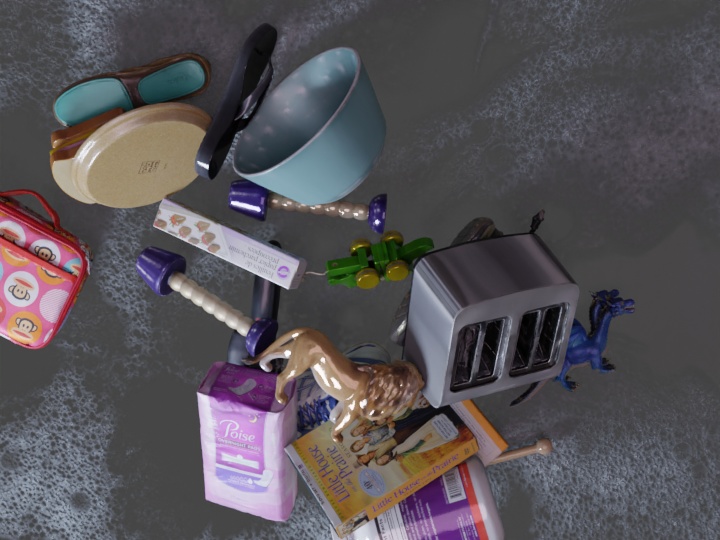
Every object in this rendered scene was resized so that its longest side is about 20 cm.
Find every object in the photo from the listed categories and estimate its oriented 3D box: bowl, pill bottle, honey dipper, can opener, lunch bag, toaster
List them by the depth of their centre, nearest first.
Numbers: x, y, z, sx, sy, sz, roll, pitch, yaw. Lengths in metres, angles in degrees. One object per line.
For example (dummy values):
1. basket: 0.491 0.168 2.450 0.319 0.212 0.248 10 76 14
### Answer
1. bowl: -0.047 -0.157 1.370 0.200 0.201 0.105 -41 121 9
2. toaster: 0.154 0.053 1.378 0.178 0.119 0.202 -11 129 -22
3. pill bottle: 0.068 0.303 1.386 0.197 0.113 0.114 -18 103 3
4. lunch bag: -0.442 -0.016 1.449 0.198 0.082 0.178 28 98 -8
5. can opener: -0.126 0.062 1.471 0.077 0.063 0.203 9 104 -2
6. honey dipper: 0.159 0.255 1.529 0.197 0.038 0.038 -16 103 4

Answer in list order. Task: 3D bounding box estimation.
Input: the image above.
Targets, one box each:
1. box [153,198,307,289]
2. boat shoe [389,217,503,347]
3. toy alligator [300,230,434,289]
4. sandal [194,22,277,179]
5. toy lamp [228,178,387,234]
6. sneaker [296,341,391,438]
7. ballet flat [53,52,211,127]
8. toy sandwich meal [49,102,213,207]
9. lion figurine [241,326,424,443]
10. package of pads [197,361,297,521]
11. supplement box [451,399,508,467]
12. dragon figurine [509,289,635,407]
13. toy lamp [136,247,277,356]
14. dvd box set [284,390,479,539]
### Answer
1. box: -0.163 -0.034 1.431 0.198 0.041 0.039 25 97 14
2. boat shoe: 0.117 0.027 1.457 0.073 0.075 0.200 39 101 -10
3. toy alligator: 0.000 0.000 1.464 0.197 0.060 0.055 -15 144 4
4. sandal: -0.140 -0.199 1.383 0.042 0.076 0.202 21 81 7
5. toy lamp: -0.066 -0.084 1.441 0.197 0.058 0.059 5 104 -2
6. sneaker: -0.049 0.165 1.484 0.199 0.088 0.076 -36 103 10
7. ballet flat: -0.274 -0.221 1.400 0.197 0.072 0.069 -19 108 6
8. toy sandwich meal: -0.271 -0.149 1.385 0.204 0.205 0.071 -31 65 7
9. lion figurine: -0.031 0.121 1.365 0.199 0.073 0.123 33 112 -13
10. package of pads: -0.140 0.221 1.464 0.119 0.076 0.202 11 125 12
11. supplement box: 0.077 0.241 1.482 0.199 0.074 0.126 -40 84 1
12. dragon figurine: 0.266 0.097 1.481 0.198 0.059 0.100 -24 102 5
13. toy lamp: -0.195 0.033 1.433 0.198 0.058 0.059 30 103 16
14. dvd box set: 0.024 0.215 1.387 0.198 0.147 0.030 -30 133 -11
